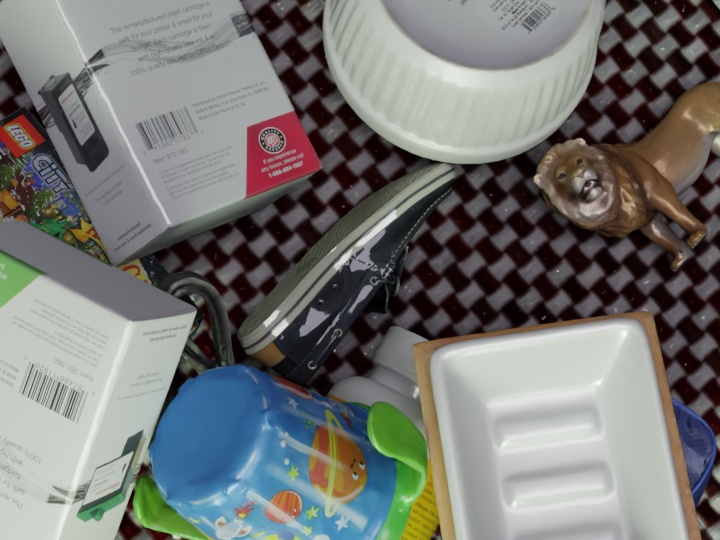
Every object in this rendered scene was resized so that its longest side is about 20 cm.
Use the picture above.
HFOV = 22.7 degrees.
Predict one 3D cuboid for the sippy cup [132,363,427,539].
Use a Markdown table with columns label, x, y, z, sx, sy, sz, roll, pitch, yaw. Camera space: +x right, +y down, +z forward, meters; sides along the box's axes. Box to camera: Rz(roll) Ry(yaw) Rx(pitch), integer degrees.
| label | x | y | z | sx | sy | sz | roll | pitch | yaw |
| --- | --- | --- | --- | --- | --- | --- | --- | --- | --- |
| sippy cup | -0.057 | 0.125 | 1.119 | 0.178 | 0.140 | 0.130 | -47 | 133 | 6 |

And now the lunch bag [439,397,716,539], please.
| label | x | y | z | sx | sy | sz | roll | pitch | yaw |
| --- | --- | --- | --- | --- | --- | --- | --- | --- | --- |
| lunch bag | 0.142 | 0.169 | 1.230 | 0.136 | 0.132 | 0.200 | 36 | 77 | 14 |

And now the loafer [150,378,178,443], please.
| label | x | y | z | sx | sy | sz | roll | pitch | yaw |
| --- | --- | --- | --- | --- | --- | --- | --- | --- | --- |
| loafer | -0.224 | 0.107 | 1.236 | 0.200 | 0.068 | 0.070 | -16 | 78 | -12 |

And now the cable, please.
| label | x | y | z | sx | sy | sz | roll | pitch | yaw |
| --- | --- | --- | --- | --- | --- | --- | --- | --- | --- |
| cable | -0.089 | 0.093 | 1.219 | 0.097 | 0.050 | 0.200 | -10 | 121 | -16 |

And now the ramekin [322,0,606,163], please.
| label | x | y | z | sx | sy | sz | roll | pitch | yaw |
| --- | --- | --- | --- | --- | --- | --- | --- | --- | --- |
| ramekin | 0.077 | -0.186 | 1.250 | 0.200 | 0.105 | 0.200 | 3 | 69 | -7 |

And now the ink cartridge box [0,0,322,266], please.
| label | x | y | z | sx | sy | sz | roll | pitch | yaw |
| --- | --- | --- | --- | --- | --- | --- | --- | --- | --- |
| ink cartridge box | -0.140 | -0.125 | 1.228 | 0.145 | 0.083 | 0.200 | -24 | 86 | -40 |

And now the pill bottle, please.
| label | x | y | z | sx | sy | sz | roll | pitch | yaw |
| --- | --- | --- | --- | --- | --- | --- | --- | --- | --- |
| pill bottle | 0.007 | 0.144 | 1.230 | 0.113 | 0.113 | 0.200 | 30 | 83 | -2 |

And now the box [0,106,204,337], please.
| label | x | y | z | sx | sy | sz | roll | pitch | yaw |
| --- | --- | --- | --- | --- | --- | --- | --- | --- | --- |
| box | -0.223 | 0.000 | 1.221 | 0.137 | 0.038 | 0.200 | -37 | 79 | -27 |

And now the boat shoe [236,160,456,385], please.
| label | x | y | z | sx | sy | sz | roll | pitch | yaw |
| --- | --- | --- | --- | --- | --- | --- | --- | --- | --- |
| boat shoe | 0.000 | 0.000 | 1.263 | 0.200 | 0.075 | 0.062 | -46 | 103 | -15 |

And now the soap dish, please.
| label | x | y | z | sx | sy | sz | roll | pitch | yaw |
| --- | --- | --- | --- | --- | --- | --- | --- | --- | --- |
| soap dish | 0.125 | 0.134 | 1.130 | 0.157 | 0.081 | 0.200 | -9 | 70 | 0 |

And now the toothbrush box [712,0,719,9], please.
| label | x | y | z | sx | sy | sz | roll | pitch | yaw |
| --- | --- | --- | --- | --- | --- | --- | --- | --- | --- |
| toothbrush box | 0.296 | -0.284 | 1.313 | 0.146 | 0.085 | 0.200 | -40 | 89 | -9 |

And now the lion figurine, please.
| label | x | y | z | sx | sy | sz | roll | pitch | yaw |
| --- | --- | --- | --- | --- | --- | --- | --- | --- | --- |
| lion figurine | 0.229 | -0.083 | 1.304 | 0.200 | 0.072 | 0.122 | -38 | 76 | -22 |

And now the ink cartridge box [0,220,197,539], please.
| label | x | y | z | sx | sy | sz | roll | pitch | yaw |
| --- | --- | --- | --- | --- | --- | --- | --- | --- | --- |
| ink cartridge box | -0.209 | 0.088 | 1.111 | 0.146 | 0.084 | 0.200 | 26 | 104 | 20 |
